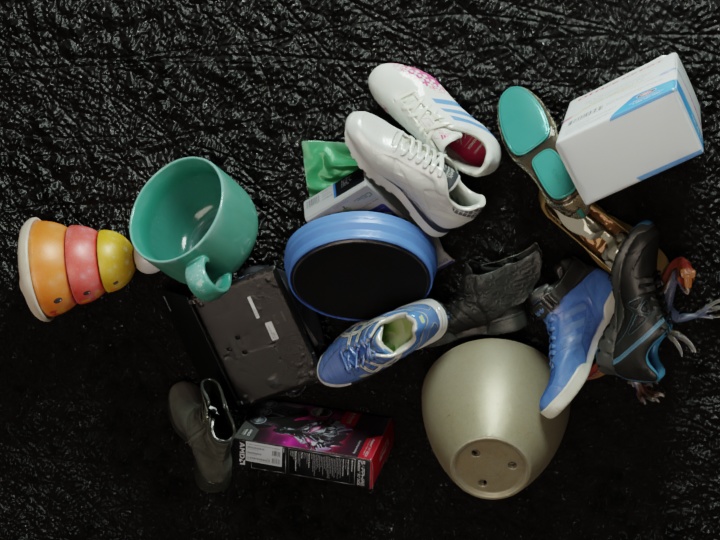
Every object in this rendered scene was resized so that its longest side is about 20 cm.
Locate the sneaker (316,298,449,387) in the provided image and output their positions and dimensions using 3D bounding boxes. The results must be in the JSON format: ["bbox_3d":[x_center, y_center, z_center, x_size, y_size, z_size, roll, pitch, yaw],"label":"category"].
[{"bbox_3d":[0.017,0.093,1.578,0.200,0.077,0.076,-32,79,25],"label":"sneaker"}]

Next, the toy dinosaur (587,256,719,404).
[{"bbox_3d":[0.359,0.069,1.516,0.199,0.105,0.182,3,107,16],"label":"toy dinosaur"}]

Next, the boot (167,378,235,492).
[{"bbox_3d":[-0.210,0.194,1.672,0.067,0.200,0.131,-7,132,-24],"label":"boot"}]

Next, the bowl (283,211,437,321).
[{"bbox_3d":[0.000,0.000,1.564,0.200,0.040,0.201,0,144,0],"label":"bowl"}]

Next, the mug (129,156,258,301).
[{"bbox_3d":[-0.215,-0.042,1.602,0.151,0.114,0.186,3,68,32],"label":"mug"}]

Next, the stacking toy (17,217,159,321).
[{"bbox_3d":[-0.365,-0.012,1.692,0.199,0.146,0.147,-8,106,2],"label":"stacking toy"}]

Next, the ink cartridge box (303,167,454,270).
[{"bbox_3d":[0.026,-0.050,1.568,0.099,0.039,0.200,-29,135,24],"label":"ink cartridge box"}]

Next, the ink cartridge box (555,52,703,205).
[{"bbox_3d":[0.312,-0.167,1.398,0.144,0.200,0.085,-24,104,22],"label":"ink cartridge box"}]

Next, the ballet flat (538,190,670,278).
[{"bbox_3d":[0.301,-0.038,1.517,0.200,0.063,0.069,37,114,1],"label":"ballet flat"}]

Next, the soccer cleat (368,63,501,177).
[{"bbox_3d":[0.091,-0.189,1.512,0.200,0.086,0.070,36,114,2],"label":"soccer cleat"}]

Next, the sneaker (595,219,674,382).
[{"bbox_3d":[0.344,0.039,1.462,0.082,0.073,0.201,18,114,34],"label":"sneaker"}]

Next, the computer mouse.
[{"bbox_3d":[-0.101,0.074,1.675,0.138,0.053,0.201,-14,110,32],"label":"computer mouse"}]

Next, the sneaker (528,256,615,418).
[{"bbox_3d":[0.246,0.078,1.527,0.111,0.077,0.200,30,80,1],"label":"sneaker"}]

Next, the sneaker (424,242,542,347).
[{"bbox_3d":[0.146,0.034,1.589,0.199,0.060,0.105,-10,107,13],"label":"sneaker"}]

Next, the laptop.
[{"bbox_3d":[-0.167,0.086,1.677,0.199,0.103,0.178,-20,108,11],"label":"laptop"}]

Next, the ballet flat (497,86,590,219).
[{"bbox_3d":[0.224,-0.136,1.481,0.068,0.075,0.200,-32,53,11],"label":"ballet flat"}]

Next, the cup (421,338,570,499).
[{"bbox_3d":[0.171,0.210,1.570,0.199,0.143,0.201,4,121,7],"label":"cup"}]

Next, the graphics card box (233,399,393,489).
[{"bbox_3d":[-0.064,0.236,1.677,0.199,0.126,0.051,6,113,14],"label":"graphics card box"}]

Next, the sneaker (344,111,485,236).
[{"bbox_3d":[0.066,-0.130,1.487,0.200,0.077,0.080,40,142,-19],"label":"sneaker"}]

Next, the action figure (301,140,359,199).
[{"bbox_3d":[0.031,-0.121,1.570,0.199,0.055,0.119,-6,105,10],"label":"action figure"}]
